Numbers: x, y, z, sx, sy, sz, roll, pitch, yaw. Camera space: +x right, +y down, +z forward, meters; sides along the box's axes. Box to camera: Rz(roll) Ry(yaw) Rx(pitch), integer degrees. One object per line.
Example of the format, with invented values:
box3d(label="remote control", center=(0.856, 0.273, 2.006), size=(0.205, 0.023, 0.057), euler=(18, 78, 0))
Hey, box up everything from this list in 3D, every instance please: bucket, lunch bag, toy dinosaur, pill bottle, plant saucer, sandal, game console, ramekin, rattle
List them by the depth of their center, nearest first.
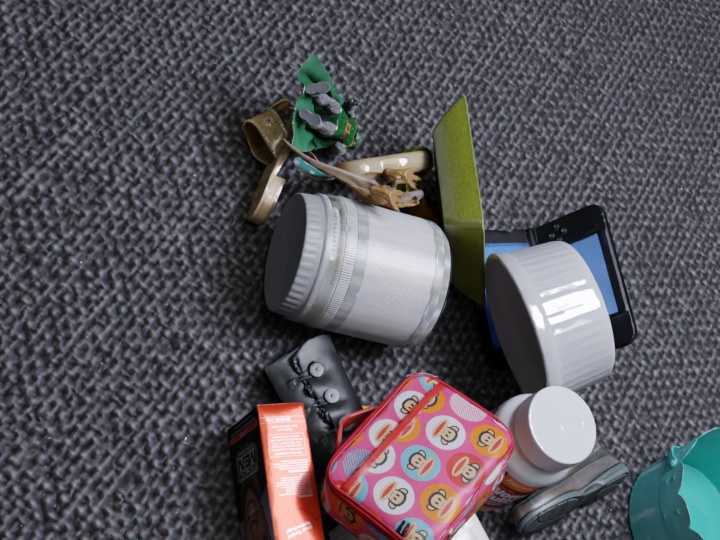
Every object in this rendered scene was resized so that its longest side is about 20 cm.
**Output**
box3d(label="lunch bag", center=(0.053, 0.211, 1.304), size=(0.176, 0.082, 0.200), euler=(34, 53, 18))
box3d(label="pill bottle", center=(0.186, 0.211, 1.415), size=(0.109, 0.200, 0.111), euler=(11, 63, -22))
box3d(label="toy dinosaur", center=(0.008, -0.100, 1.416), size=(0.199, 0.106, 0.061), euler=(22, 76, -39))
box3d(label="ramekin", center=(0.234, 0.061, 1.471), size=(0.097, 0.201, 0.202), euler=(-18, 75, -8))
box3d(label="sandal", center=(-0.120, -0.164, 1.509), size=(0.069, 0.078, 0.213), euler=(25, 64, -17))
box3d(label="rattle", center=(0.009, -0.088, 1.523), size=(0.199, 0.129, 0.144), euler=(-17, 116, -52))
box3d(label="plant saucer", center=(0.125, -0.085, 1.527), size=(0.047, 0.201, 0.201), euler=(-6, 59, 2))
box3d(label="bucket", center=(0.458, 0.314, 1.545), size=(0.205, 0.135, 0.209), euler=(11, 64, -23))
box3d(label="game console", center=(0.250, 0.020, 1.592), size=(0.116, 0.175, 0.202), euler=(16, 58, -52))

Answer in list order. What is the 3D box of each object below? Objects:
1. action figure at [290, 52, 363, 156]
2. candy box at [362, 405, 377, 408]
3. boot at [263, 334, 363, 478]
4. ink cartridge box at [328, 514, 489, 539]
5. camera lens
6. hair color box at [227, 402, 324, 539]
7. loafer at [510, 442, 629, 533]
box3d(label="action figure", center=(-0.034, -0.189, 1.516), size=(0.054, 0.200, 0.119), euler=(16, 89, 16))
box3d(label="candy box", center=(0.046, 0.262, 1.426), size=(0.101, 0.026, 0.202), euler=(6, 65, -24))
box3d(label="boot", center=(-0.003, 0.165, 1.406), size=(0.164, 0.066, 0.201), euler=(-23, 67, -27))
box3d(label="ink cartridge box", center=(0.079, 0.344, 1.341), size=(0.146, 0.083, 0.201), euler=(-23, 78, -29))
box3d(label="camera lens", center=(0.000, 0.000, 1.443), size=(0.198, 0.160, 0.161), euler=(14, 62, -21))
box3d(label="hair color box", center=(-0.092, 0.257, 1.314), size=(0.061, 0.101, 0.202), euler=(0, 67, -27))
box3d(label="loafer", center=(0.255, 0.274, 1.512), size=(0.199, 0.072, 0.063), euler=(-14, 54, -38))
